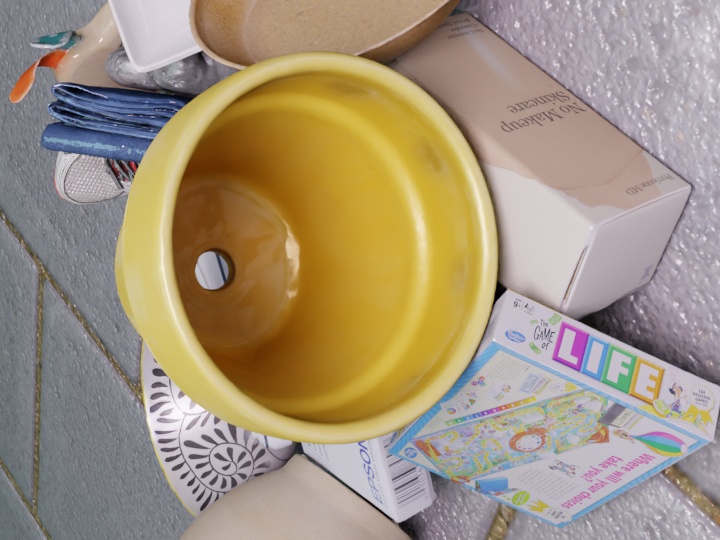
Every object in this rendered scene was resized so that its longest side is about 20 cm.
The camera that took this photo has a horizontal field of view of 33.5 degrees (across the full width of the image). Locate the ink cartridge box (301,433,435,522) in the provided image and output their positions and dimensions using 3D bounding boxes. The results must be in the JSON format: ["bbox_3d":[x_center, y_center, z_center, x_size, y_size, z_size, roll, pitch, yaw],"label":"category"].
[{"bbox_3d":[-0.031,0.061,0.893,0.199,0.040,0.202,24,133,57],"label":"ink cartridge box"}]

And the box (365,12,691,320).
[{"bbox_3d":[0.088,-0.065,0.720,0.200,0.094,0.078,44,138,31],"label":"box"}]

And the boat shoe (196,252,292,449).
[{"bbox_3d":[-0.105,0.043,0.910,0.074,0.066,0.203,96,157,-78],"label":"boat shoe"}]

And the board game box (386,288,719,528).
[{"bbox_3d":[0.107,0.093,0.726,0.133,0.035,0.200,25,150,-5],"label":"board game box"}]

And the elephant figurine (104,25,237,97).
[{"bbox_3d":[-0.113,-0.229,0.871,0.140,0.154,0.203,11,95,38],"label":"elephant figurine"}]

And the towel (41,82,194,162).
[{"bbox_3d":[-0.118,-0.100,0.860,0.197,0.112,0.049,8,98,9],"label":"towel"}]

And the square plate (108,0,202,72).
[{"bbox_3d":[-0.096,-0.257,0.812,0.028,0.196,0.203,131,117,-82],"label":"square plate"}]

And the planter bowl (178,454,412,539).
[{"bbox_3d":[-0.041,0.234,0.949,0.199,0.135,0.200,34,168,8],"label":"planter bowl"}]

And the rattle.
[{"bbox_3d":[-0.219,-0.214,0.975,0.130,0.198,0.144,-36,78,56],"label":"rattle"}]

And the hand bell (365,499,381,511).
[{"bbox_3d":[-0.044,0.251,1.086,0.200,0.103,0.105,-43,71,40],"label":"hand bell"}]

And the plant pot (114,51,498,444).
[{"bbox_3d":[-0.053,-0.006,0.688,0.188,0.199,0.204,-8,100,60],"label":"plant pot"}]

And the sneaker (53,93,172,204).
[{"bbox_3d":[-0.162,-0.102,0.960,0.078,0.198,0.083,57,-161,-35],"label":"sneaker"}]

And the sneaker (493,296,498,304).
[{"bbox_3d":[0.042,0.002,0.836,0.079,0.073,0.203,-28,83,60],"label":"sneaker"}]

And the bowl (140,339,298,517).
[{"bbox_3d":[-0.099,0.108,1.026,0.093,0.201,0.204,-14,96,17],"label":"bowl"}]

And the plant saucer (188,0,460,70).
[{"bbox_3d":[-0.009,-0.177,0.735,0.199,0.200,0.036,32,158,42],"label":"plant saucer"}]
